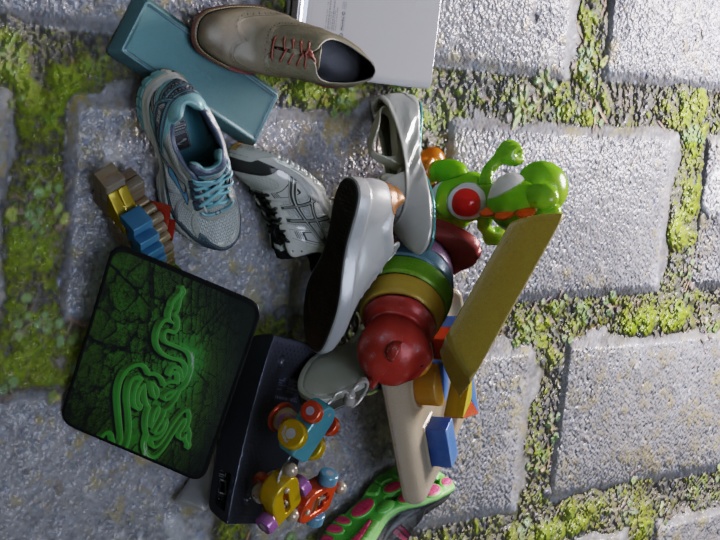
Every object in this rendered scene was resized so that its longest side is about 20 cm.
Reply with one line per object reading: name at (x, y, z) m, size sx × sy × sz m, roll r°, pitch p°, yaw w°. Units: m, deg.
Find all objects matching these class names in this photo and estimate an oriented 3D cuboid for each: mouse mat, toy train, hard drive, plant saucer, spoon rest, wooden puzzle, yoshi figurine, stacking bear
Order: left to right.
mouse mat at (-0.197, 0.092, 1.313) m, size 0.008 × 0.159 × 0.202 m, roll -57°, pitch 168°, yaw -71°
spoon rest at (-0.187, 0.159, 1.393) m, size 0.061 × 0.098 × 0.202 m, roll -55°, pitch 146°, yaw -42°
plant saucer at (-0.163, -0.200, 1.364) m, size 0.199 × 0.019 × 0.071 m, roll 33°, pitch 80°, yaw -40°
hard drive at (-0.103, 0.171, 1.455) m, size 0.135 × 0.042 × 0.203 m, roll 20°, pitch 83°, yaw -64°
toy train at (-0.061, 0.196, 1.423) m, size 0.150 × 0.055 × 0.202 m, roll -26°, pitch 139°, yaw -50°
hard drive at (0.004, -0.275, 1.476) m, size 0.198 × 0.027 × 0.134 m, roll 0°, pitch 100°, yaw -39°
stacking bear at (0.049, 0.043, 1.479) m, size 0.113 × 0.122 × 0.201 m, roll 30°, pitch 43°, yaw -12°
wooden puzzle at (0.096, 0.147, 1.588) m, size 0.200 × 0.046 × 0.187 m, roll -49°, pitch 136°, yaw -50°
plant saucer at (0.143, 0.032, 1.464) m, size 0.048 × 0.200 × 0.201 m, roll 30°, pitch 81°, yaw 5°
yoshi figurine at (0.155, -0.089, 1.533) m, size 0.112 × 0.198 × 0.113 m, roll 42°, pitch 66°, yaw -46°

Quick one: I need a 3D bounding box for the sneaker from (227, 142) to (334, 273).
sneaker at (-0.074, -0.058, 1.433) m, size 0.199 × 0.075 × 0.088 m, roll 37°, pitch 81°, yaw -36°

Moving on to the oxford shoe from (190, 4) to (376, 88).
oxford shoe at (-0.074, -0.229, 1.365) m, size 0.198 × 0.075 × 0.071 m, roll 5°, pitch 98°, yaw -30°

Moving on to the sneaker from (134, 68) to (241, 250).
sneaker at (-0.163, -0.097, 1.335) m, size 0.077 × 0.086 × 0.202 m, roll -33°, pitch 125°, yaw -19°

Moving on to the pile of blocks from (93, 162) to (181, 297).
pile of blocks at (-0.197, -0.020, 1.336) m, size 0.062 × 0.082 × 0.202 m, roll -34°, pitch 119°, yaw -27°

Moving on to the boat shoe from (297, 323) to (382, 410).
boat shoe at (-0.008, 0.116, 1.501) m, size 0.201 × 0.071 × 0.061 m, roll -36°, pitch 145°, yaw -53°

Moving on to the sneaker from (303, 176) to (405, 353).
sneaker at (0.000, 0.000, 1.433) m, size 0.084 × 0.073 × 0.202 m, roll 2°, pitch 117°, yaw -35°

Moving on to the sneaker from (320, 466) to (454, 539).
sneaker at (0.030, 0.305, 1.617) m, size 0.199 × 0.077 × 0.085 m, roll -31°, pitch 136°, yaw -26°

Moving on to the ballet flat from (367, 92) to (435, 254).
ballet flat at (0.039, -0.110, 1.483) m, size 0.069 × 0.069 × 0.202 m, roll 22°, pitch 53°, yaw -40°
